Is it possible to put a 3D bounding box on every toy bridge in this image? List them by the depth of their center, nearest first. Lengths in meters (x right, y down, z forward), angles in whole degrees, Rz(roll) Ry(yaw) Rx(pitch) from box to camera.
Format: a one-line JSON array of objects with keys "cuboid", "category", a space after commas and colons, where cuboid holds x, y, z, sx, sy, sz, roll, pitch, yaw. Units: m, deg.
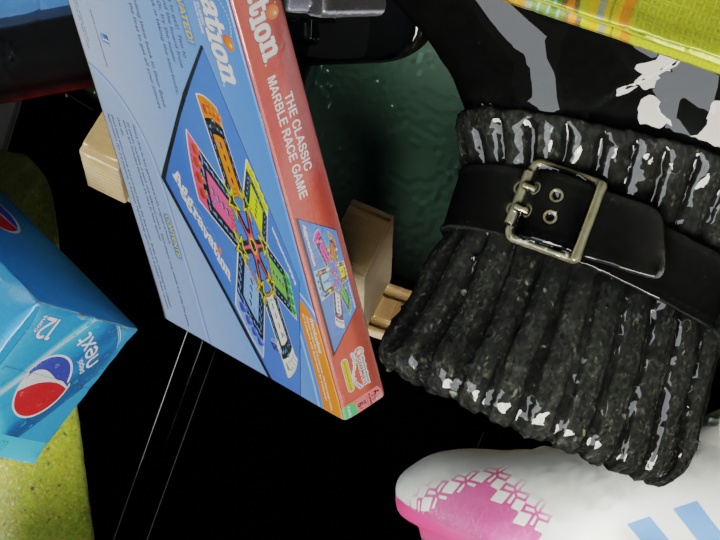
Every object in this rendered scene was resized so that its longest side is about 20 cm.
[{"cuboid": [0.000, 0.000, 0.868, 0.200, 0.027, 0.067, 23, 161, 8], "category": "toy bridge"}]

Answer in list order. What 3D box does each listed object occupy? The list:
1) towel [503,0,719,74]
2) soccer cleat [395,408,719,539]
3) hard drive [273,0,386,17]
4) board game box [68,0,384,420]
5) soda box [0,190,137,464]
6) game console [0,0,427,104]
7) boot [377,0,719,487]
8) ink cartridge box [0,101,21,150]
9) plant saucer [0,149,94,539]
[{"cuboid": [0.117, -0.099, 0.734, 0.200, 0.018, 0.086, 20, 88, 4], "category": "towel"}, {"cuboid": [0.109, 0.076, 0.832, 0.200, 0.070, 0.086, 15, 96, 25], "category": "soccer cleat"}, {"cuboid": [-0.035, -0.184, 0.759, 0.140, 0.038, 0.200, 20, 109, 53], "category": "hard drive"}, {"cuboid": [-0.050, -0.055, 0.772, 0.103, 0.019, 0.200, 28, 141, 48], "category": "board game box"}, {"cuboid": [-0.174, -0.022, 0.886, 0.200, 0.068, 0.064, 42, 100, 25], "category": "soda box"}, {"cuboid": [-0.083, -0.157, 0.840, 0.172, 0.119, 0.200, 1, 105, 32], "category": "game console"}, {"cuboid": [0.037, -0.041, 0.791, 0.211, 0.079, 0.158, 29, 99, 16], "category": "boot"}, {"cuboid": [-0.201, -0.081, 0.990, 0.163, 0.057, 0.200, 16, 127, 27], "category": "ink cartridge box"}, {"cuboid": [-0.205, 0.038, 0.996, 0.200, 0.048, 0.200, 12, 121, 28], "category": "plant saucer"}]
